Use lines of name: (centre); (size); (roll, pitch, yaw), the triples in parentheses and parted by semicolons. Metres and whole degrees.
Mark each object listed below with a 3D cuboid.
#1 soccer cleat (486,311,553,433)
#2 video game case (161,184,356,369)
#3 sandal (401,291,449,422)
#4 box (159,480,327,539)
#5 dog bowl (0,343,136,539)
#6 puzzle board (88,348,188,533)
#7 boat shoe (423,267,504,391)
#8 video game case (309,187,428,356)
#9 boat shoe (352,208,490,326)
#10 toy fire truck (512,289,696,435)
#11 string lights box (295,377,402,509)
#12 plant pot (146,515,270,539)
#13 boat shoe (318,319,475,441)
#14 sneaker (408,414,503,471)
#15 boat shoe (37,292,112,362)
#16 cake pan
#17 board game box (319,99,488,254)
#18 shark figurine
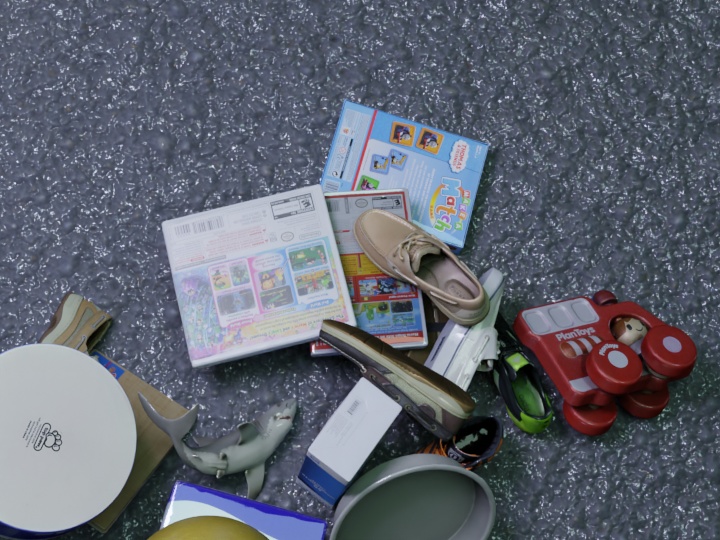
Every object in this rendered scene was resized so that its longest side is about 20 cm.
soccer cleat: (0.178, 0.106, 1.602); (0.067, 0.081, 0.201); (-27, 77, -16)
video game case: (-0.121, 0.006, 1.544); (0.198, 0.024, 0.183); (-14, 75, -4)
sandal: (0.079, 0.093, 1.608); (0.080, 0.054, 0.202); (4, 67, -19)
box: (-0.151, 0.359, 1.458); (0.182, 0.105, 0.201); (16, 69, -3)
dog bowl: (-0.340, 0.181, 1.375); (0.199, 0.079, 0.202); (8, 72, -25)
puzzle board: (-0.301, 0.193, 1.498); (0.150, 0.017, 0.200); (32, 42, 4)
boat shoe: (0.131, 0.092, 1.557); (0.070, 0.071, 0.201); (34, 68, -6)
video game case: (0.000, 0.000, 1.576); (0.142, 0.017, 0.202); (-4, 74, -10)
boat shoe: (0.072, -0.017, 1.531); (0.199, 0.065, 0.071); (36, 75, 21)
toy fire truck: (0.307, 0.095, 1.610); (0.199, 0.113, 0.169); (-13, 54, -25)
string lights box: (-0.017, 0.200, 1.479); (0.059, 0.200, 0.103); (36, 71, 6)
plant pot: (-0.156, 0.343, 1.331); (0.198, 0.142, 0.202); (2, 72, -7)
boat shoe: (0.032, 0.125, 1.476); (0.199, 0.073, 0.065); (31, 99, 12)
sneaker: (0.086, 0.230, 1.530); (0.200, 0.112, 0.078); (-39, 80, -18)
boat shoe: (-0.337, 0.105, 1.503); (0.076, 0.072, 0.201); (22, 43, -5)
cake pan: (0.055, 0.285, 1.481); (0.199, 0.201, 0.037); (-11, 37, -12)
board game box: (0.053, -0.121, 1.685); (0.198, 0.037, 0.152); (17, 70, -1)
shark figurine: (-0.176, 0.200, 1.512); (0.089, 0.214, 0.129); (23, 99, 39)
